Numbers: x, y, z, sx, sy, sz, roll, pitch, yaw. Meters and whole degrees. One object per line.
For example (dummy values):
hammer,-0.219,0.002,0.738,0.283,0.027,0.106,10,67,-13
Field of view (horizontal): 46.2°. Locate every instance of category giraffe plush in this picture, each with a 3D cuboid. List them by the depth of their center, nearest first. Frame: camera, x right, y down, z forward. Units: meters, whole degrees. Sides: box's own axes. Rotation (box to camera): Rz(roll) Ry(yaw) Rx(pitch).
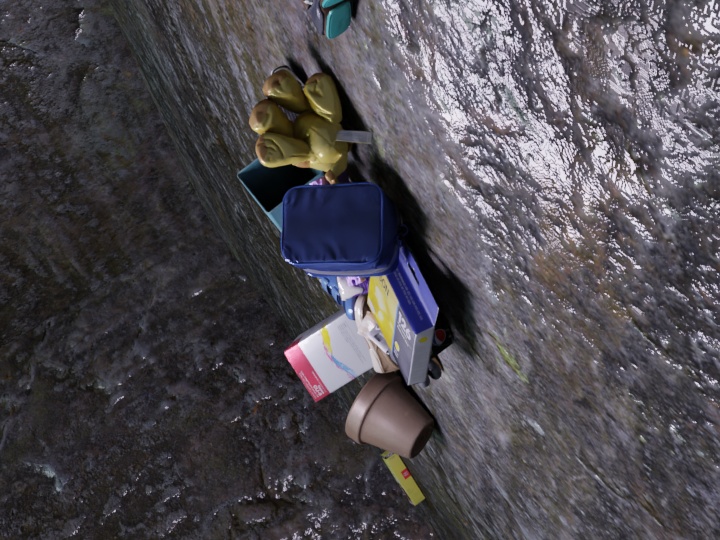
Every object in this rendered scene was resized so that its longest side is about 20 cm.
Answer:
giraffe plush,-0.077,-0.222,1.399,0.198,0.175,0.162,22,175,2

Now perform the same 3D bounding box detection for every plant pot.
plant pot,-0.139,-0.146,1.788,0.142,0.141,0.201,49,172,35
plant pot,0.087,0.373,2.108,0.173,0.201,0.201,30,156,25

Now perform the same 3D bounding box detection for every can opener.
can opener,0.074,0.141,1.543,0.200,0.052,0.067,43,160,48

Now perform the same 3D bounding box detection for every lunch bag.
lunch bag,-0.021,-0.063,1.382,0.132,0.197,0.138,34,-122,-72

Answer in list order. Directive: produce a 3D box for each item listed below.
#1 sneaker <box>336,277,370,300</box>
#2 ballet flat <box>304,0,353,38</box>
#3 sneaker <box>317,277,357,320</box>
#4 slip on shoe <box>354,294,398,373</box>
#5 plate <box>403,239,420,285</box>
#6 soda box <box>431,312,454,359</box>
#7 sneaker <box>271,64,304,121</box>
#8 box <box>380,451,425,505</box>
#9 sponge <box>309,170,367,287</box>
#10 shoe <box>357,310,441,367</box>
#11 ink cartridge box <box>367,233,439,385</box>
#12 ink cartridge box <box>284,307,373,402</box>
sneaker,0.000,0.000,1.669,0.201,0.082,0.082,-87,-9,-62
ballet flat,-0.036,-0.353,1.045,0.074,0.073,0.200,57,170,0
sneaker,-0.049,0.033,1.883,0.074,0.081,0.202,82,172,-52
slip on shoe,0.042,0.137,1.817,0.060,0.076,0.202,-1,120,28
plate,0.076,0.014,1.493,0.200,0.025,0.203,167,90,-75
soda box,0.094,0.086,1.601,0.200,0.063,0.071,39,158,54
sneaker,-0.116,-0.287,1.543,0.201,0.073,0.080,79,170,-47
box,0.147,0.719,2.946,0.201,0.050,0.075,58,168,2
sponge,-0.025,-0.082,1.534,0.202,0.030,0.112,69,-154,-11
shoe,0.079,0.159,1.725,0.199,0.054,0.070,37,171,-12
ink cartridge box,0.068,0.059,1.435,0.201,0.046,0.199,91,159,-49
ink cartridge box,-0.047,0.180,1.978,0.146,0.199,0.145,57,-164,-3
